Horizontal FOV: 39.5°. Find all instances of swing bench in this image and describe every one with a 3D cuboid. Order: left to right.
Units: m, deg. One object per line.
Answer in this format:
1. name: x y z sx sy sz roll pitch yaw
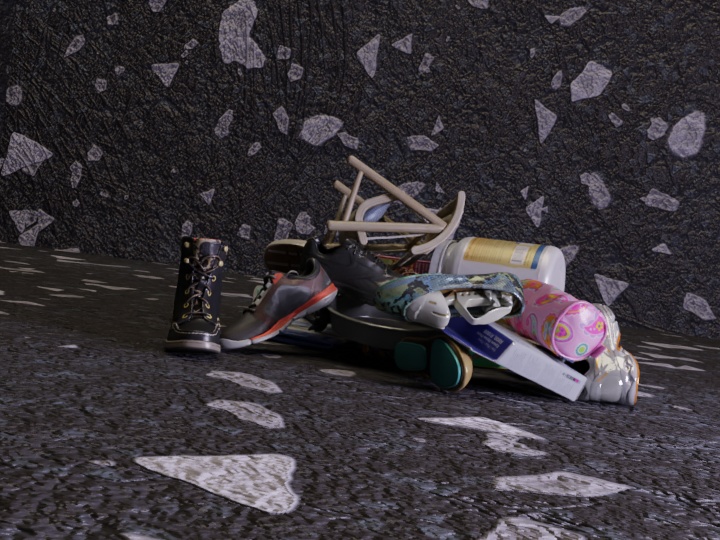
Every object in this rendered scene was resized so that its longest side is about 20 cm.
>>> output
1. swing bench: 0.044 -0.077 1.625 0.199 0.130 0.199 18 -11 -5

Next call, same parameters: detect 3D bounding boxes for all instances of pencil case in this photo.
1. pencil case: 0.261 0.067 1.369 0.087 0.088 0.200 7 8 -15

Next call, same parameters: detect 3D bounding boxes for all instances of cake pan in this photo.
1. cake pan: 0.044 0.077 1.474 0.199 0.037 0.200 8 10 -2

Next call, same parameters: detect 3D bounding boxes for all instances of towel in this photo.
1. towel: -0.080 0.105 1.654 0.146 0.024 0.200 10 4 15

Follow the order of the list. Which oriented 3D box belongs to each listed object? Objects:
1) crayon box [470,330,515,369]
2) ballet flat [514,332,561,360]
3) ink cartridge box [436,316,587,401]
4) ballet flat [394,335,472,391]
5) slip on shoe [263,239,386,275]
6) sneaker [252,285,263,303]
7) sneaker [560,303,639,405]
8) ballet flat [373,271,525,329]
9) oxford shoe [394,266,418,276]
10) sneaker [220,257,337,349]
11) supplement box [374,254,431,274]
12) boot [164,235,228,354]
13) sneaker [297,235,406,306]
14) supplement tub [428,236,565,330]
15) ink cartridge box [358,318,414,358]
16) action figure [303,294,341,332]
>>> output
1. crayon box: 0.234 0.126 1.645 0.199 0.059 0.119 7 2 -16
2. ballet flat: 0.273 0.135 1.487 0.200 0.068 0.067 8 17 44
3. ink cartridge box: 0.172 0.089 1.335 0.200 0.043 0.196 29 3 -33
4. ballet flat: 0.109 0.114 1.303 0.063 0.069 0.200 2 4 -22
5. slip on shoe: -0.052 -0.009 1.579 0.199 0.076 0.061 7 18 5
6. sneaker: -0.146 0.065 1.862 0.080 0.072 0.200 3 -1 11
7. sneaker: 0.314 0.109 1.389 0.092 0.076 0.200 -1 29 -6
8. ballet flat: 0.118 0.040 1.265 0.199 0.075 0.074 -7 5 -14
9. oxford shoe: 0.073 0.025 1.624 0.071 0.072 0.200 11 -11 -20
10. sneaker: -0.130 0.044 1.430 0.200 0.082 0.077 -30 14 -30
11. supplement box: 0.076 0.054 1.776 0.199 0.131 0.103 8 -21 5
12. boot: -0.215 0.031 1.342 0.073 0.151 0.200 7 2 -7
13. sneaker: 0.000 0.000 1.503 0.199 0.091 0.076 11 12 6
14. supplement tub: 0.222 0.022 1.637 0.199 0.145 0.145 8 2 22
15. ink cartridge box: 0.055 0.107 1.567 0.109 0.051 0.200 7 11 -12
16. action figure: -0.065 0.040 1.652 0.102 0.119 0.200 49 -9 -11
